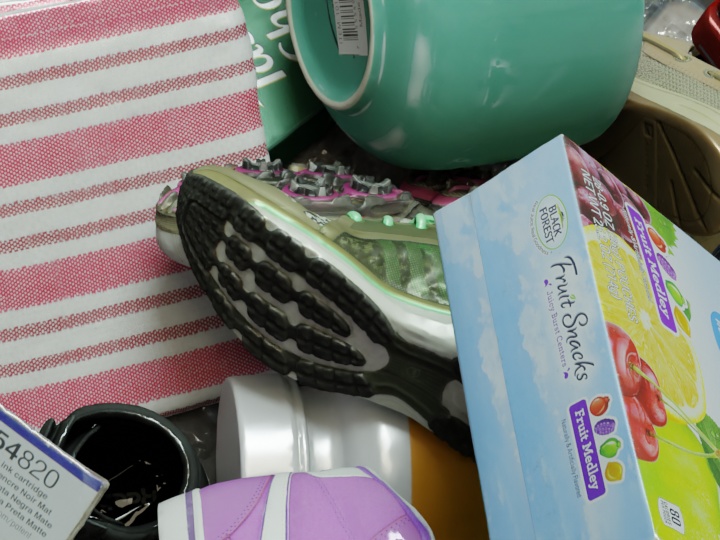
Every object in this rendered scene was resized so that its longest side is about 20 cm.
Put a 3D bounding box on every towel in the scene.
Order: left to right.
[{"bbox_3d":[-0.110,-0.030,0.966,0.145,0.030,0.202,-12,102,-15],"label":"towel"}]

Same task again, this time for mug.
[{"bbox_3d":[0.029,-0.133,0.965,0.114,0.153,0.186,-12,53,-25],"label":"mug"}]

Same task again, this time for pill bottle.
[{"bbox_3d":[0.041,0.085,0.944,0.198,0.111,0.112,-1,69,-11],"label":"pill bottle"}]

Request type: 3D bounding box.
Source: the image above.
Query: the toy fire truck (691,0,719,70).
[{"bbox_3d":[0.232,-0.075,0.995,0.128,0.200,0.177,-31,77,-21],"label":"toy fire truck"}]

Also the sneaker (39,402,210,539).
[{"bbox_3d":[-0.154,0.099,0.908,0.198,0.099,0.071,-12,73,-14],"label":"sneaker"}]

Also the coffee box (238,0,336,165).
[{"bbox_3d":[-0.035,-0.131,1.051,0.200,0.044,0.123,-38,81,-21],"label":"coffee box"}]

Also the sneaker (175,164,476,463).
[{"bbox_3d":[0.019,0.007,0.888,0.199,0.077,0.089,29,47,-1],"label":"sneaker"}]

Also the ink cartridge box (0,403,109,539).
[{"bbox_3d":[-0.220,0.099,0.868,0.199,0.041,0.201,37,106,5],"label":"ink cartridge box"}]

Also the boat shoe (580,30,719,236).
[{"bbox_3d":[0.128,-0.076,1.009,0.065,0.073,0.200,-19,31,-26],"label":"boat shoe"}]

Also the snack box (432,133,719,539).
[{"bbox_3d":[0.119,0.071,0.791,0.200,0.067,0.170,34,36,-43],"label":"snack box"}]

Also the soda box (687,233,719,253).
[{"bbox_3d":[0.186,0.074,1.003,0.067,0.064,0.201,-16,72,-17],"label":"soda box"}]

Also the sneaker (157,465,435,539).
[{"bbox_3d":[-0.010,0.147,0.803,0.113,0.073,0.201,-12,45,0],"label":"sneaker"}]

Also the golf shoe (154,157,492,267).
[{"bbox_3d":[0.000,0.000,0.960,0.199,0.072,0.093,3,102,-32],"label":"golf shoe"}]

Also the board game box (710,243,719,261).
[{"bbox_3d":[0.235,0.102,0.933,0.198,0.062,0.201,14,67,-7],"label":"board game box"}]
